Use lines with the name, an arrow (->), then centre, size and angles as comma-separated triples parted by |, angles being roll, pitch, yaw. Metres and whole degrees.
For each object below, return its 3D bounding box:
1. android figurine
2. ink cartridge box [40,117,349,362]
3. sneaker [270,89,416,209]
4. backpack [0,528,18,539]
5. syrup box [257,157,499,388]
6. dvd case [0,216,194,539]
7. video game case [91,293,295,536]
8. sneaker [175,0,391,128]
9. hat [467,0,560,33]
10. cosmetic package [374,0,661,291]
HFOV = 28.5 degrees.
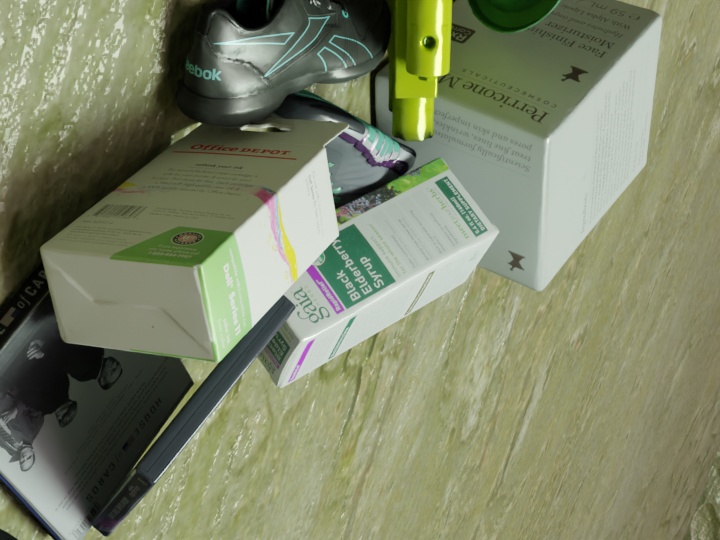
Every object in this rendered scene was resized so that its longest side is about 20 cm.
android figurine -> 0.041, -0.202, 1.018 | 0.182, 0.041, 0.202 | -93, -175, -68
ink cartridge box -> -0.091, -0.027, 0.880 | 0.200, 0.116, 0.068 | -48, 136, -50
sneaker -> -0.020, -0.074, 1.063 | 0.088, 0.074, 0.200 | -62, 155, 4
backpack -> -0.232, 0.286, 0.901 | 0.201, 0.134, 0.183 | -55, 151, -14
syrup box -> 0.000, 0.000, 1.076 | 0.199, 0.079, 0.082 | -28, 162, -31
dvd case -> -0.188, 0.080, 0.931 | 0.151, 0.025, 0.201 | -55, 152, -22
video game case -> -0.113, 0.099, 0.922 | 0.143, 0.019, 0.200 | -52, -177, -26
sneaker -> -0.042, -0.162, 0.944 | 0.200, 0.075, 0.080 | -37, 139, -45
hat -> 0.060, -0.291, 1.040 | 0.175, 0.165, 0.202 | 8, 78, -33
cosmetic package -> 0.133, -0.125, 1.197 | 0.200, 0.164, 0.166 | -46, 148, -36
